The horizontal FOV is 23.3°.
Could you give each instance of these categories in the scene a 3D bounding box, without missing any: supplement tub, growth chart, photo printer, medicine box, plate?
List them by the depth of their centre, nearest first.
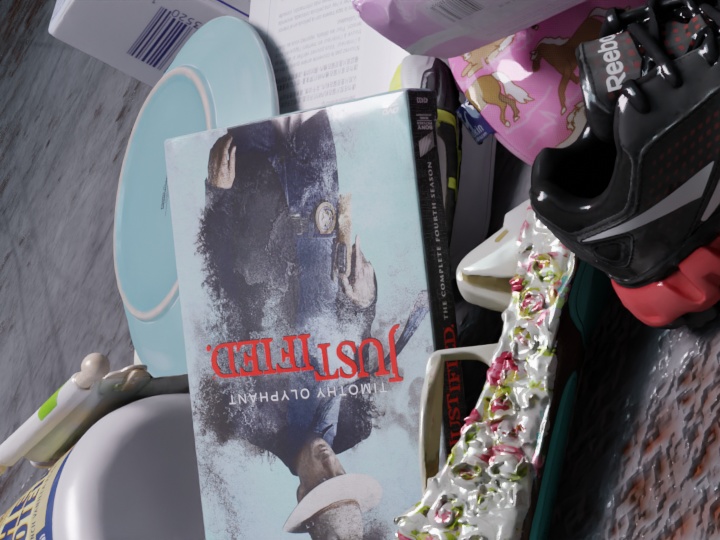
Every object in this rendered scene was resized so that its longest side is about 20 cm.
[{"bbox_3d":[-0.119,0.164,0.881,0.200,0.144,0.145,-42,30,47],"label":"supplement tub"},{"bbox_3d":[0.001,-0.078,0.895,0.166,0.069,0.202,-8,74,52],"label":"photo printer"},{"bbox_3d":[-0.101,0.075,0.917,0.144,0.199,0.018,-37,68,37],"label":"growth chart"},{"bbox_3d":[-0.098,-0.040,0.944,0.200,0.025,0.202,-31,54,56],"label":"plate"},{"bbox_3d":[-0.096,-0.220,1.205,0.103,0.181,0.201,-41,30,47],"label":"medicine box"}]

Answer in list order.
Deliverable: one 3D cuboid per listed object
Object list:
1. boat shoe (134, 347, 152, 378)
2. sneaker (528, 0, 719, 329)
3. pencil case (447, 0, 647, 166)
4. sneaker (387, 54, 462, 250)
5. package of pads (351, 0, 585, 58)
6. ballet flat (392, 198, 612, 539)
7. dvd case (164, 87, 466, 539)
[{"bbox_3d":[-0.093,-0.014,1.059,0.067,0.072,0.202,2,92,33],"label":"boat shoe"},{"bbox_3d":[0.130,-0.068,0.596,0.201,0.097,0.071,-51,23,31],"label":"sneaker"},{"bbox_3d":[0.116,-0.133,0.715,0.201,0.086,0.083,-54,40,23],"label":"pencil case"},{"bbox_3d":[0.000,0.000,0.781,0.075,0.076,0.202,-67,-11,-71],"label":"sneaker"},{"bbox_3d":[0.083,-0.166,0.640,0.199,0.075,0.122,-20,66,43],"label":"package of pads"},{"bbox_3d":[0.061,0.029,0.683,0.076,0.063,0.202,63,-138,-65],"label":"ballet flat"},{"bbox_3d":[-0.019,0.032,0.753,0.145,0.022,0.202,-6,90,39],"label":"dvd case"}]
